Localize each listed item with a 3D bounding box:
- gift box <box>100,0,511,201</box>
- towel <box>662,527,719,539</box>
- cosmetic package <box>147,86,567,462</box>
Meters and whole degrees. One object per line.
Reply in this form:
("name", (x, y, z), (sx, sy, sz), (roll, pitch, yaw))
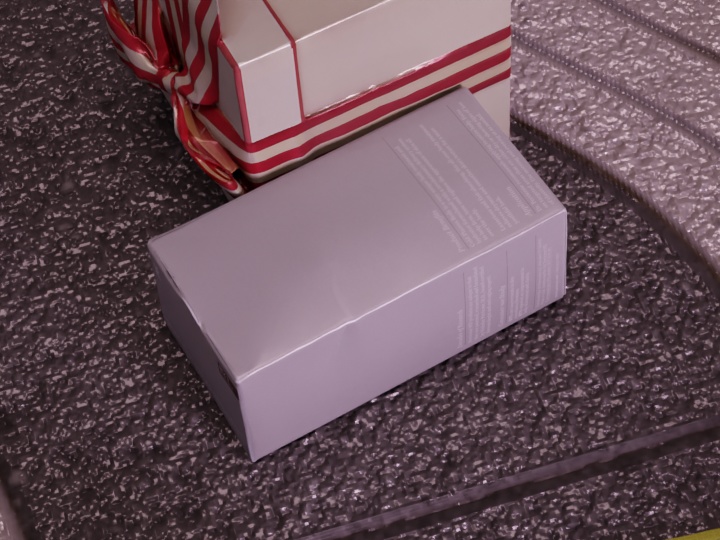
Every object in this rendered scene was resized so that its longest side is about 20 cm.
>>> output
("gift box", (-0.038, -0.148, 1.039), (0.185, 0.201, 0.185), (-26, 51, -13))
("towel", (0.179, 0.159, 0.907), (0.198, 0.018, 0.087), (-12, 55, -5))
("cosmetic package", (0.000, 0.000, 0.995), (0.199, 0.091, 0.107), (-27, 57, -11))
